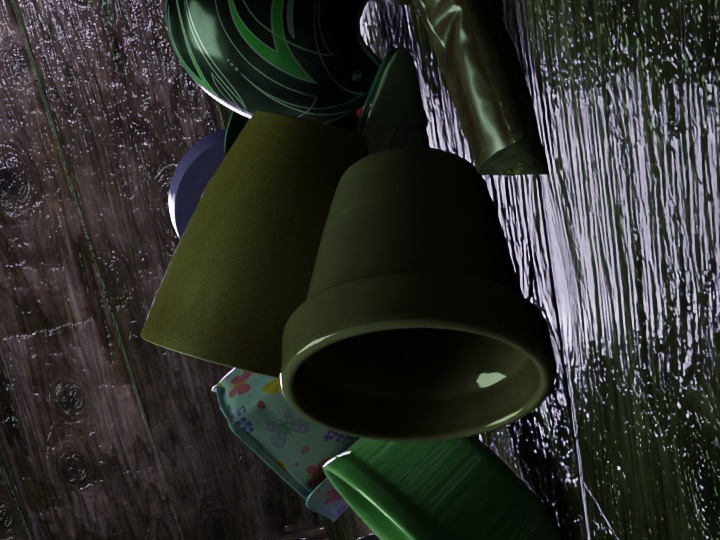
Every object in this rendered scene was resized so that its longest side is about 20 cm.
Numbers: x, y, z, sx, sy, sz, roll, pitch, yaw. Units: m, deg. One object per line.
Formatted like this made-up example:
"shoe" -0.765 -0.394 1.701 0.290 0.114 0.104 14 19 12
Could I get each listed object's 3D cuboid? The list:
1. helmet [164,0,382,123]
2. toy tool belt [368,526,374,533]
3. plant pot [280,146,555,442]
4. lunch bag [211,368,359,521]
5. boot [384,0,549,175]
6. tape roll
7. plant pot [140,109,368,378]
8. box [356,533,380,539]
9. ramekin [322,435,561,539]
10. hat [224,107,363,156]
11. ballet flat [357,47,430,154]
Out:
"helmet" -0.066 -0.218 1.557 0.200 0.200 0.191 -142 60 -78
"toy tool belt" 0.069 0.206 1.819 0.125 0.123 0.200 70 166 -9
"plant pot" 0.041 0.010 1.357 0.200 0.200 0.175 85 -175 -59
"lunch bag" -0.027 0.154 1.946 0.200 0.170 0.127 50 -178 -30
"boot" 0.065 -0.140 1.234 0.186 0.064 0.200 103 145 -80
"tape roll" -0.158 -0.090 2.491 0.085 0.200 0.200 -128 22 -73
"plant pot" -0.063 -0.021 1.472 0.186 0.186 0.200 -154 77 -80
"box" 0.088 0.340 1.862 0.200 0.132 0.115 -125 17 -67
"ramekin" 0.072 0.198 1.524 0.200 0.098 0.200 43 170 10
"hat" -0.017 -0.106 1.725 0.176 0.166 0.200 40 -176 35
"ballet flat" 0.022 -0.086 1.540 0.069 0.069 0.200 -120 48 -63
